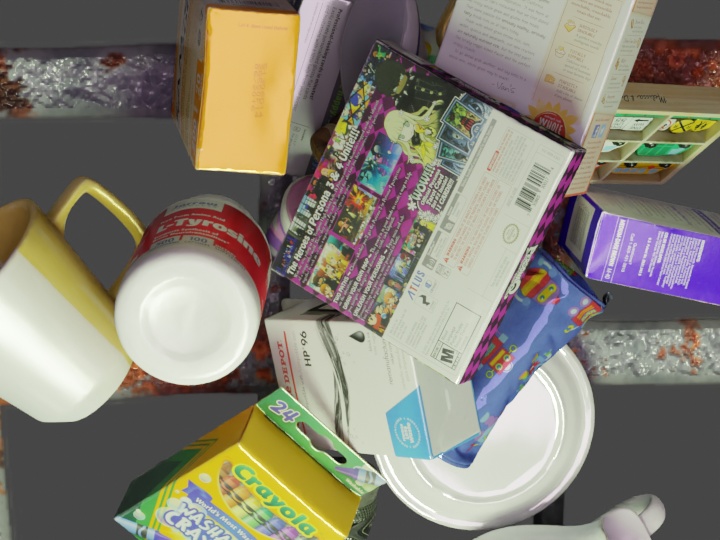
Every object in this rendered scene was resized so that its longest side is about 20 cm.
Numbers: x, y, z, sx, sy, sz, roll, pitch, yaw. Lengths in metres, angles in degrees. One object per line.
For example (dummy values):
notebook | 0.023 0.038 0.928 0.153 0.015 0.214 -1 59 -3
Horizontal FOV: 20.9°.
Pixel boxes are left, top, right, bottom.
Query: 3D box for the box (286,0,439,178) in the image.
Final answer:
box | 0.022 -0.137 1.636 0.200 0.041 0.156 17 104 -12

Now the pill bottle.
pill bottle | -0.130 0.007 1.570 0.112 0.200 0.112 0 109 1

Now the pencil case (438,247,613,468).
pencil case | 0.119 0.073 1.643 0.078 0.087 0.200 42 96 19

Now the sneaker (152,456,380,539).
sneaker | -0.087 0.218 1.707 0.199 0.076 0.114 5 108 -6

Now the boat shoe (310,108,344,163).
boat shoe | 0.049 -0.058 1.603 0.200 0.072 0.072 45 69 -2

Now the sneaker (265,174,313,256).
sneaker | 0.000 0.000 1.654 0.200 0.088 0.081 36 55 -17

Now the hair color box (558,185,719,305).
hair color box | 0.280 -0.016 1.667 0.200 0.109 0.065 10 104 -9

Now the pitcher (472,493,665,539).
pitcher | 0.171 0.268 1.729 0.200 0.172 0.121 -26 96 30

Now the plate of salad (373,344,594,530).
plate of salad | 0.106 0.131 1.719 0.200 0.048 0.200 -2 104 -7

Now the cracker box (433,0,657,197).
cracker box | 0.136 -0.172 1.464 0.134 0.058 0.200 26 106 22

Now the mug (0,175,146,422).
mug | -0.254 0.034 1.603 0.187 0.149 0.153 -40 115 12

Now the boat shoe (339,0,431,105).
boat shoe | 0.029 -0.137 1.561 0.065 0.073 0.200 21 66 -47

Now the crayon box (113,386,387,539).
crayon box | -0.092 0.190 1.608 0.126 0.052 0.200 43 128 -17

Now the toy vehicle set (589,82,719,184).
toy vehicle set | 0.195 -0.112 1.600 0.200 0.124 0.027 0 65 -26

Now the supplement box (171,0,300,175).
supplement box | -0.102 -0.158 1.531 0.073 0.200 0.126 3 105 -11

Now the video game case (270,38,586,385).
video game case | 0.048 -0.045 1.467 0.181 0.036 0.200 31 106 20

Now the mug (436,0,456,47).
mug | 0.151 -0.246 1.554 0.153 0.149 0.187 37 63 -7

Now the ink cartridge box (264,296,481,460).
ink cartridge box | -0.006 0.085 1.600 0.068 0.200 0.116 -22 106 -44
